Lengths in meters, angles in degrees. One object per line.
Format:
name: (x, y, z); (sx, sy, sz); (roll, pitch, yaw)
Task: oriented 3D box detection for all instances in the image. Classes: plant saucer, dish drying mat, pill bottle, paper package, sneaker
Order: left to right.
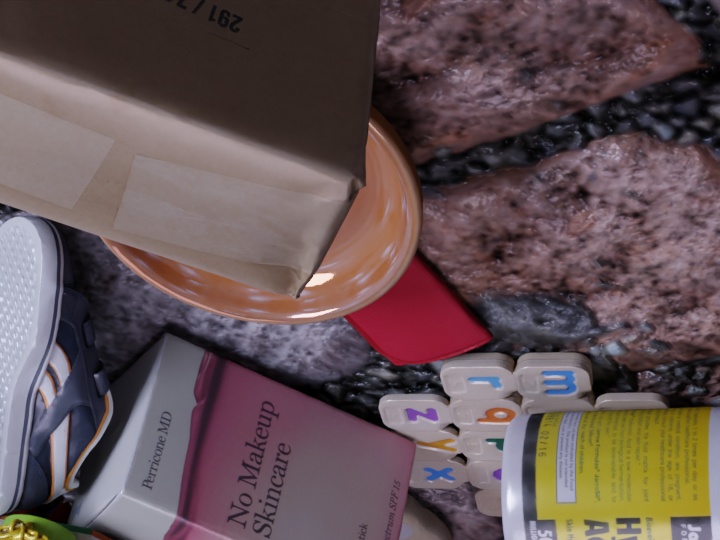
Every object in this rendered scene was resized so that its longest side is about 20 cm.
sneaker: (-0.201, 0.057, 1.241); (0.079, 0.078, 0.201); (-6, 118, -40)
paper package: (-0.097, -0.112, 0.912); (0.199, 0.191, 0.104); (18, 141, -16)
plant saucer: (-0.061, -0.051, 1.101); (0.199, 0.038, 0.201); (7, 136, 7)
dish drying mat: (0.000, 0.000, 1.200); (0.077, 0.018, 0.200); (-17, 138, 28)
pill bottle: (0.197, 0.144, 1.259); (0.199, 0.112, 0.111); (-4, 143, 15)

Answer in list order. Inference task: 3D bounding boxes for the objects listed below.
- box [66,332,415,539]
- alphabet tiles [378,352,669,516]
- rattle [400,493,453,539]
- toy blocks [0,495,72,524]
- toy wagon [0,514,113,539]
box: (-0.079, 0.150, 1.318); (0.200, 0.128, 0.109); (25, 144, -19)
alphabet tiles: (0.116, 0.115, 1.342); (0.195, 0.015, 0.200); (-1, 144, 13)
rattle: (0.023, 0.266, 1.469); (0.130, 0.143, 0.200); (-19, 134, -4)
toy blocks: (-0.254, 0.129, 1.342); (0.137, 0.100, 0.200); (-27, 104, 40)
toy wagon: (-0.195, 0.201, 1.281); (0.155, 0.040, 0.200); (8, 148, 11)
